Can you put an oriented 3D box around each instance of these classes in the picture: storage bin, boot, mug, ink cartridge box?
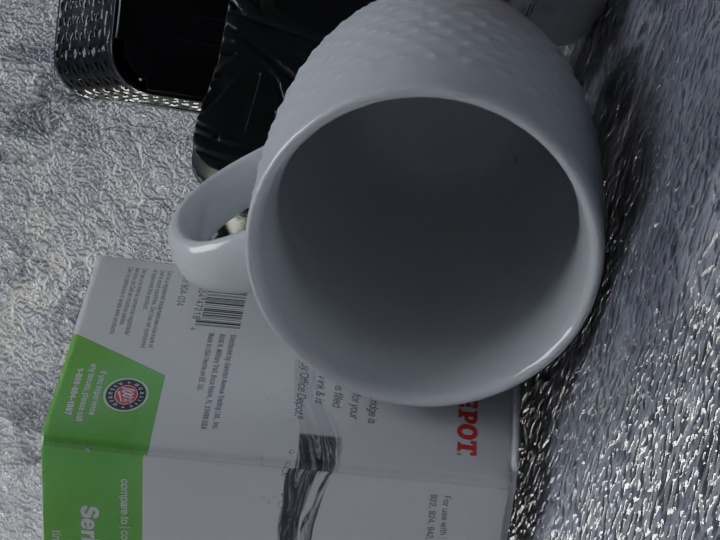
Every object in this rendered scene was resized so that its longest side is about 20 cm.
[{"bbox_3d":[-0.086,-0.191,1.164,0.094,0.135,0.201,7,91,61],"label":"storage bin"},{"bbox_3d":[-0.044,-0.064,1.094,0.163,0.073,0.199,95,-168,-54],"label":"boot"},{"bbox_3d":[0.008,-0.041,0.913,0.176,0.199,0.148,-80,-30,-61],"label":"mug"},{"bbox_3d":[-0.032,0.073,0.925,0.146,0.199,0.084,-82,-2,-57],"label":"ink cartridge box"}]

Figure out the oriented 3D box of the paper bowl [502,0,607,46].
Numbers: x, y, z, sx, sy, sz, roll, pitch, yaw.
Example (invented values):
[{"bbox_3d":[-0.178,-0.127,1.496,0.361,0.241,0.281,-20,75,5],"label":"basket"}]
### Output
[{"bbox_3d":[0.082,-0.192,1.036,0.201,0.104,0.202,-165,90,-86],"label":"paper bowl"}]
